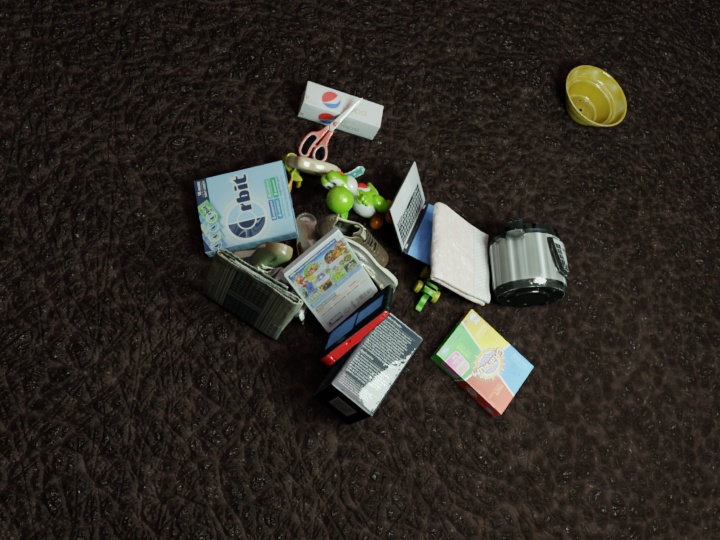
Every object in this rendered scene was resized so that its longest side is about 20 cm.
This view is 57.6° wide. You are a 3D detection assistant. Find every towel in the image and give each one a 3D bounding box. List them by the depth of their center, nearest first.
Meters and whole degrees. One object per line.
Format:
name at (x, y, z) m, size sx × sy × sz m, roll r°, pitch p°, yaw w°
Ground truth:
towel at (-0.218, 0.047, 1.310) m, size 0.192 × 0.200 × 0.035 m, roll 34°, pitch 56°, yaw -4°
towel at (0.236, -0.037, 1.536) m, size 0.191 × 0.032 × 0.200 m, roll 27°, pitch 54°, yaw -33°

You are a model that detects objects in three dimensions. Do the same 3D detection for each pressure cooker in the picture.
pressure cooker at (0.395, -0.027, 1.566) m, size 0.178 × 0.176 × 0.201 m, roll 6°, pitch 67°, yaw -15°

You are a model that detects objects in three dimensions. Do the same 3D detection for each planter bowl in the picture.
planter bowl at (0.654, -0.480, 1.880) m, size 0.200 × 0.083 × 0.201 m, roll 7°, pitch 67°, yaw -17°

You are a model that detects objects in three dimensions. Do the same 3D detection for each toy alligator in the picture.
toy alligator at (0.179, 0.008, 1.545) m, size 0.059 × 0.054 × 0.200 m, roll 32°, pitch 63°, yaw -6°

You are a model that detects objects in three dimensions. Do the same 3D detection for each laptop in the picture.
laptop at (0.167, -0.123, 1.535) m, size 0.116 × 0.200 × 0.187 m, roll 3°, pitch 45°, yaw 25°

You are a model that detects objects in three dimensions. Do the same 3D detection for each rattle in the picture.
rattle at (-0.091, -0.193, 1.522) m, size 0.200 × 0.130 × 0.143 m, roll 12°, pitch 76°, yaw -44°

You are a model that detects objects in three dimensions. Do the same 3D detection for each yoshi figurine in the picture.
yoshi figurine at (-0.010, -0.147, 1.478) m, size 0.200 × 0.112 × 0.113 m, roll 27°, pitch 102°, yaw -36°

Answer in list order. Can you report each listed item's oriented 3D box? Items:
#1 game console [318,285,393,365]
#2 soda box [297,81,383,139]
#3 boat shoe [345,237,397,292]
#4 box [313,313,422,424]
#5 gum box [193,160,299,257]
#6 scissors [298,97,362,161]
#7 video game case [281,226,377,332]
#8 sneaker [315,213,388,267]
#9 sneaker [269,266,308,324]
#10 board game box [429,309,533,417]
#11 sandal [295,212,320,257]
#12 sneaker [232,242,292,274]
game console at (-0.006, 0.108, 1.340) m, size 0.177 × 0.200 × 0.031 m, roll -43°, pitch 97°, yaw 13°
soda box at (-0.049, -0.393, 1.614) m, size 0.200 × 0.064 × 0.068 m, roll 15°, pitch 66°, yaw -13°
boat shoe at (0.000, 0.000, 1.451) m, size 0.201 × 0.072 × 0.061 m, roll 37°, pitch 51°, yaw -23°
box at (0.014, 0.202, 1.360) m, size 0.107 × 0.148 × 0.200 m, roll 39°, pitch 62°, yaw -2°
gum box at (-0.248, -0.133, 1.417) m, size 0.199 × 0.045 × 0.170 m, roll -13°, pitch 74°, yaw 0°
scissors at (-0.074, -0.346, 1.566) m, size 0.073 × 0.014 × 0.200 m, roll 32°, pitch 92°, yaw -10°
video game case at (-0.059, 0.023, 1.349) m, size 0.143 × 0.200 × 0.018 m, roll -40°, pitch 42°, yaw -8°
sneaker at (-0.005, -0.063, 1.473) m, size 0.200 × 0.075 × 0.071 m, roll 26°, pitch 59°, yaw -27°
sneaker at (-0.107, 0.045, 1.394) m, size 0.199 × 0.079 × 0.130 m, roll -13°, pitch 89°, yaw 3°
board game box at (0.281, 0.211, 1.510) m, size 0.200 × 0.040 × 0.153 m, roll 43°, pitch 63°, yaw 0°
sandal at (-0.100, -0.045, 1.467) m, size 0.082 × 0.055 × 0.200 m, roll -6°, pitch 72°, yaw -21°
sneaker at (-0.209, 0.001, 1.342) m, size 0.067 × 0.200 × 0.090 m, roll 23°, pitch 71°, yaw -35°
